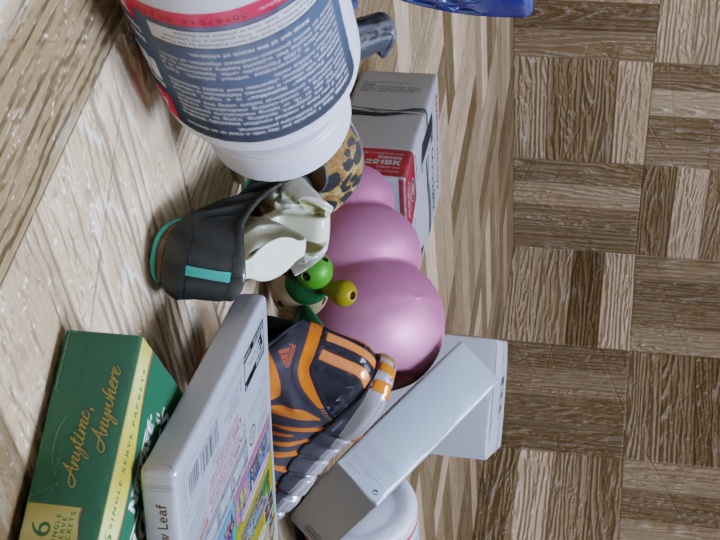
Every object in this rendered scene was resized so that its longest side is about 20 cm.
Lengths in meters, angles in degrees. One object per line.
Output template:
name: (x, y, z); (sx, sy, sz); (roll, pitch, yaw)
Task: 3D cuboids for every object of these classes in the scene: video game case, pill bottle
video game case: (-0.081, 0.137, 0.776); (0.200, 0.022, 0.183); (-70, 161, -64)
pill bottle: (-0.062, -0.135, 0.739); (0.200, 0.119, 0.120); (74, 22, -62)
pill bottle: (0.004, 0.286, 1.308); (0.109, 0.108, 0.201); (-74, 165, -46)

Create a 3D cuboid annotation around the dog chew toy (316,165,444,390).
dog chew toy: (0.000, 0.000, 1.146); (0.125, 0.124, 0.201); (67, 11, -68)

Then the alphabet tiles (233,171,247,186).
alphabet tiles: (-0.067, -0.153, 0.990); (0.200, 0.015, 0.196); (72, 24, -63)

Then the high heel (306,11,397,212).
high heel: (-0.059, -0.090, 0.960); (0.142, 0.071, 0.200); (-22, 145, -41)

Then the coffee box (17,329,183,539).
coffee box: (-0.121, 0.124, 0.730); (0.200, 0.044, 0.123); (74, 23, -63)

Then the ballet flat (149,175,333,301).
ballet flat: (-0.060, -0.021, 0.861); (0.200, 0.068, 0.068); (-45, 144, -61)

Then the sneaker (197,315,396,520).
sneaker: (-0.069, 0.095, 0.926); (0.200, 0.112, 0.078); (-51, -164, 36)

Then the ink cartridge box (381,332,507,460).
ink cartridge box: (0.102, 0.150, 1.684); (0.200, 0.145, 0.145); (24, 70, -80)

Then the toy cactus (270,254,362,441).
toy cactus: (-0.050, 0.044, 1.027); (0.200, 0.102, 0.165); (80, -1, -45)

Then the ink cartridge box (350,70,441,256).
ink cartridge box: (0.024, -0.086, 1.326); (0.200, 0.083, 0.145); (-73, 163, -52)

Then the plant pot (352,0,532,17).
plant pot: (0.037, -0.301, 1.012); (0.200, 0.179, 0.201); (14, 75, -79)

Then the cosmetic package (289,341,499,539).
cosmetic package: (0.024, 0.154, 1.149); (0.151, 0.052, 0.200); (-39, 172, -25)
